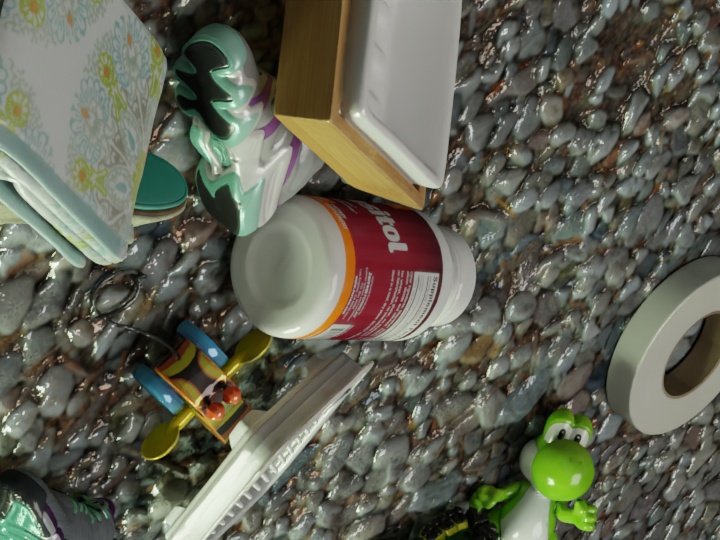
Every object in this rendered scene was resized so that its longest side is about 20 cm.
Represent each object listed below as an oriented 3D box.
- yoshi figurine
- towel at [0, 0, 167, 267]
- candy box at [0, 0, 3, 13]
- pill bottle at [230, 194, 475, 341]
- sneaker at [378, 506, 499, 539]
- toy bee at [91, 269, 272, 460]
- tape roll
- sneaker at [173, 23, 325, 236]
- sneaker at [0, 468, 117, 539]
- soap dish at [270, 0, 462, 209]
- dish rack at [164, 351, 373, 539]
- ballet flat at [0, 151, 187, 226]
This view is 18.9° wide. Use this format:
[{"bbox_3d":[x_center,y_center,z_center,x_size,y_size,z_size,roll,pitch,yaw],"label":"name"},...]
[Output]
[{"bbox_3d":[0.176,0.236,2.149,0.112,0.112,0.200,4,114,-43],"label":"yoshi figurine"},{"bbox_3d":[-0.195,-0.114,1.403,0.200,0.048,0.171,52,41,-56],"label":"towel"},{"bbox_3d":[-0.288,-0.106,1.288,0.061,0.136,0.200,-8,126,-42],"label":"candy box"},{"bbox_3d":[0.000,0.000,1.733,0.200,0.113,0.113,4,117,-51],"label":"pill bottle"},{"bbox_3d":[0.049,0.303,2.084,0.200,0.078,0.085,-17,139,-36],"label":"sneaker"},{"bbox_3d":[-0.130,0.093,1.670,0.200,0.109,0.131,19,107,-54],"label":"toy bee"},{"bbox_3d":[0.339,0.079,2.256,0.203,0.037,0.203,-29,138,-30],"label":"tape roll"},{"bbox_3d":[-0.061,-0.131,1.591,0.140,0.078,0.200,-37,152,-24],"label":"sneaker"},{"bbox_3d":[-0.234,0.191,1.683,0.088,0.074,0.200,-51,157,-26],"label":"sneaker"},{"bbox_3d":[0.006,-0.163,1.557,0.157,0.081,0.200,39,51,-56],"label":"soap dish"},{"bbox_3d":[-0.083,0.149,1.755,0.172,0.044,0.200,-42,172,-51],"label":"dish rack"},{"bbox_3d":[-0.209,-0.057,1.504,0.200,0.067,0.062,6,144,-47],"label":"ballet flat"}]
